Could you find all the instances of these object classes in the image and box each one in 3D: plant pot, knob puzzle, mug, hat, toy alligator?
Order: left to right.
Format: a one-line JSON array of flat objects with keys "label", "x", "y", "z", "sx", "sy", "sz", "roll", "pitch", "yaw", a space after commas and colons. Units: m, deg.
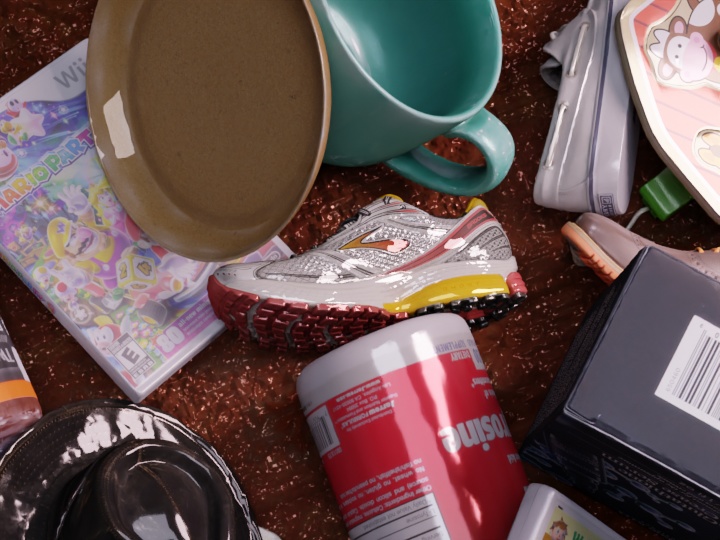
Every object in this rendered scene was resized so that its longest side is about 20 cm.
[{"label": "hat", "x": -0.112, "y": 0.156, "z": 1.098, "sx": 0.199, "sy": 0.081, "sz": 0.202, "roll": 18, "pitch": 57, "yaw": -31}, {"label": "plant pot", "x": -0.087, "y": -0.106, "z": 1.145, "sx": 0.027, "sy": 0.199, "sz": 0.202, "roll": -9, "pitch": 74, "yaw": -48}, {"label": "mug", "x": -0.001, "y": -0.126, "z": 1.187, "sx": 0.151, "sy": 0.114, "sz": 0.187, "roll": -5, "pitch": 75, "yaw": -44}, {"label": "toy alligator", "x": 0.218, "y": -0.067, "z": 1.231, "sx": 0.199, "sy": 0.054, "sz": 0.060, "roll": -35, "pitch": 81, "yaw": -10}, {"label": "knob puzzle", "x": 0.250, "y": -0.121, "z": 1.200, "sx": 0.217, "sy": 0.030, "sz": 0.222, "roll": 4, "pitch": 75, "yaw": -16}]

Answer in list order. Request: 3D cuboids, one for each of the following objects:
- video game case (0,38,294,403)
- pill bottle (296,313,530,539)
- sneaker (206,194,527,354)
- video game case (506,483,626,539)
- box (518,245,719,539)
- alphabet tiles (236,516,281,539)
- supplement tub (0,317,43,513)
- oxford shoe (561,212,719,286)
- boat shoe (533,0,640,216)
[{"label": "video game case", "x": -0.153, "y": -0.034, "z": 1.199, "sx": 0.200, "sy": 0.018, "sz": 0.143, "roll": 46, "pitch": 60, "yaw": 7}, {"label": "pill bottle", "x": 0.045, "y": 0.136, "z": 1.146, "sx": 0.111, "sy": 0.112, "sz": 0.202, "roll": -20, "pitch": 80, "yaw": -7}, {"label": "sneaker", "x": 0.000, "y": 0.000, "z": 1.193, "sx": 0.198, "sy": 0.078, "sz": 0.083, "roll": -6, "pitch": 69, "yaw": -22}, {"label": "video game case", "x": 0.120, "y": 0.241, "z": 1.105, "sx": 0.022, "sy": 0.200, "sz": 0.183, "roll": 11, "pitch": 71, "yaw": 45}, {"label": "box", "x": 0.187, "y": 0.084, "z": 1.121, "sx": 0.148, "sy": 0.200, "sz": 0.108, "roll": 28, "pitch": 78, "yaw": 4}, {"label": "alphabet tiles", "x": -0.126, "y": 0.235, "z": 1.164, "sx": 0.194, "sy": 0.015, "sz": 0.201, "roll": 23, "pitch": 76, "yaw": 2}, {"label": "supplement tub", "x": -0.255, "y": 0.059, "z": 1.150, "sx": 0.106, "sy": 0.107, "sz": 0.201, "roll": -26, "pitch": 80, "yaw": -9}, {"label": "oxford shoe", "x": 0.217, "y": 0.008, "z": 1.201, "sx": 0.199, "sy": 0.071, "sz": 0.073, "roll": 30, "pitch": 94, "yaw": -6}, {"label": "boat shoe", "x": 0.147, "y": -0.129, "z": 1.238, "sx": 0.065, "sy": 0.072, "sz": 0.202, "roll": 3, "pitch": 73, "yaw": 17}]
